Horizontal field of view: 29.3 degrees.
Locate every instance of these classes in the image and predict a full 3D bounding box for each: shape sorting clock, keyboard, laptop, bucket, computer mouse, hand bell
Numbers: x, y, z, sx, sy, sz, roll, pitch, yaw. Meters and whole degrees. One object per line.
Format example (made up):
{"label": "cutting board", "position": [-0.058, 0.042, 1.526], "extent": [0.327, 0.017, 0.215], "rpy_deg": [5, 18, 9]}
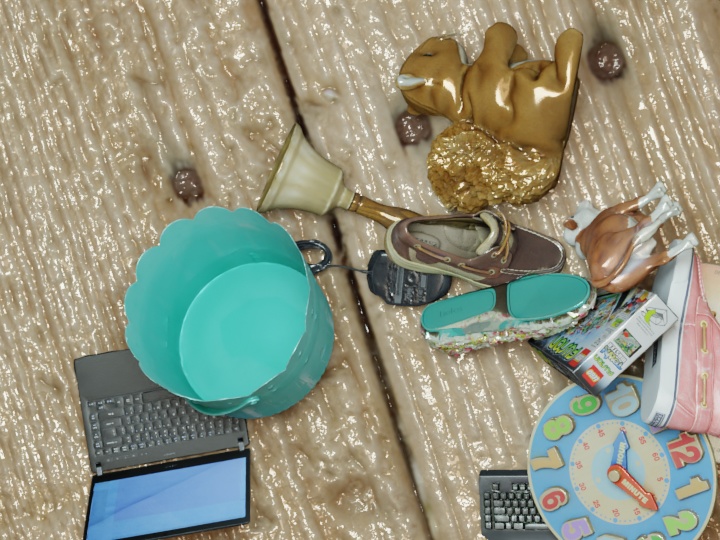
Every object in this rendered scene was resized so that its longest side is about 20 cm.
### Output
{"label": "shape sorting clock", "position": [0.260, 0.203, 1.384], "extent": [0.200, 0.039, 0.200], "rpy_deg": [1, 92, 27]}
{"label": "keyboard", "position": [0.223, 0.223, 1.439], "extent": [0.200, 0.021, 0.127], "rpy_deg": [-2, 89, 14]}
{"label": "laptop", "position": [-0.212, 0.175, 1.443], "extent": [0.177, 0.103, 0.200], "rpy_deg": [-10, 86, 1]}
{"label": "bucket", "position": [-0.128, 0.052, 1.400], "extent": [0.207, 0.135, 0.207], "rpy_deg": [-5, 69, 12]}
{"label": "computer mouse", "position": [0.000, 0.000, 1.484], "extent": [0.200, 0.034, 0.059], "rpy_deg": [9, 99, 9]}
{"label": "hand bell", "position": [0.000, -0.070, 1.471], "extent": [0.200, 0.104, 0.104], "rpy_deg": [23, 88, -9]}

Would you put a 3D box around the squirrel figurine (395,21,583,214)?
{"label": "squirrel figurine", "position": [0.124, -0.160, 1.435], "extent": [0.186, 0.142, 0.200], "rpy_deg": [11, 84, 10]}

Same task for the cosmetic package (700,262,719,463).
{"label": "cosmetic package", "position": [0.366, 0.098, 1.428], "extent": [0.103, 0.087, 0.200], "rpy_deg": [9, 87, 4]}

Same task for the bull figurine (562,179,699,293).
{"label": "bull figurine", "position": [0.268, -0.036, 1.392], "extent": [0.121, 0.200, 0.065], "rpy_deg": [-35, 106, 15]}

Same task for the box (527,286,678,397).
{"label": "box", "position": [0.238, 0.061, 1.379], "extent": [0.110, 0.200, 0.035], "rpy_deg": [-43, 98, -1]}

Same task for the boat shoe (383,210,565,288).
{"label": "boat shoe", "position": [0.128, -0.026, 1.433], "extent": [0.200, 0.072, 0.072], "rpy_deg": [10, 70, -14]}

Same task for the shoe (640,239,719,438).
{"label": "shoe", "position": [0.333, 0.069, 1.350], "extent": [0.091, 0.071, 0.200], "rpy_deg": [14, 62, -3]}

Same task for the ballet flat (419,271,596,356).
{"label": "ballet flat", "position": [0.157, 0.047, 1.429], "extent": [0.200, 0.064, 0.076], "rpy_deg": [-10, 50, 28]}
